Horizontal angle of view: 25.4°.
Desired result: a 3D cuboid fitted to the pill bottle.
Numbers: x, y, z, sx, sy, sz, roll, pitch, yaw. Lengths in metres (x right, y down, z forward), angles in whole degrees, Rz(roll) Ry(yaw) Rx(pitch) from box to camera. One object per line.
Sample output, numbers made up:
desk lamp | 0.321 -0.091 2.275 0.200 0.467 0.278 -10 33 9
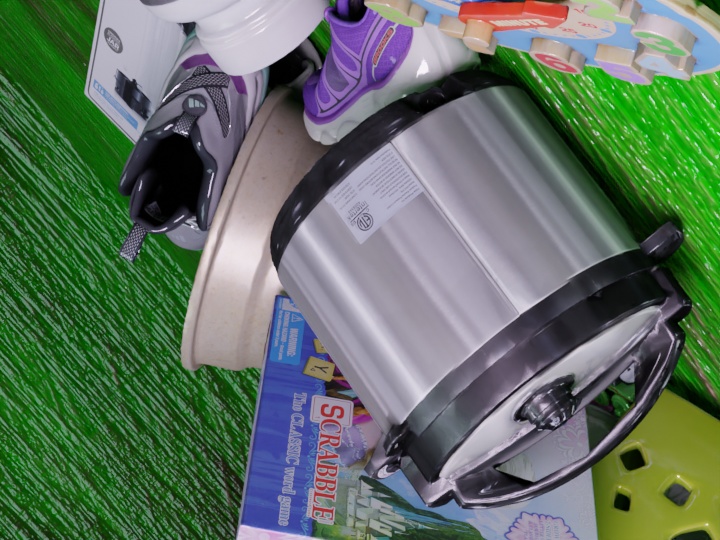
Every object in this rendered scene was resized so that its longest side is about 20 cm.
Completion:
pill bottle | -0.102 -0.213 0.906 0.201 0.111 0.110 53 168 -30

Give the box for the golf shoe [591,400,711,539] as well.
golf shoe | 0.206 0.150 1.133 0.092 0.075 0.200 56 166 -30

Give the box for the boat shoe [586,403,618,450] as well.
boat shoe | 0.090 0.112 1.025 0.070 0.197 0.072 141 130 -67

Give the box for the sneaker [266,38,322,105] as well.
sneaker | -0.046 -0.117 1.159 0.200 0.076 0.092 50 165 -24

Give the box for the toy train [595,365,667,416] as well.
toy train | 0.139 0.044 1.102 0.200 0.042 0.057 32 152 54

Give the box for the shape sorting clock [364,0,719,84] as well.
shape sorting clock | 0.051 -0.109 0.635 0.198 0.040 0.200 19 176 1

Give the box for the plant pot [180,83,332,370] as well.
plant pot | 0.000 0.000 1.069 0.181 0.203 0.201 19 167 3

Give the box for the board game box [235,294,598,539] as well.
board game box | 0.034 0.106 0.918 0.201 0.197 0.041 -86 9 -53

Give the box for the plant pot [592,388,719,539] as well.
plant pot | 0.194 0.229 0.979 0.199 0.181 0.201 33 142 30

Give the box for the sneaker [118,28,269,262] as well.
sneaker | -0.122 -0.049 1.031 0.077 0.141 0.201 19 140 4

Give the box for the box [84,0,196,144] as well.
box | -0.122 -0.164 1.094 0.117 0.060 0.201 45 144 15

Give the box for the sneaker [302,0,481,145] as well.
sneaker | 0.010 -0.130 0.930 0.084 0.080 0.200 64 161 -4

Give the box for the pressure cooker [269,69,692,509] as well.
pressure cooker | 0.066 0.020 0.847 0.201 0.178 0.176 53 141 17
